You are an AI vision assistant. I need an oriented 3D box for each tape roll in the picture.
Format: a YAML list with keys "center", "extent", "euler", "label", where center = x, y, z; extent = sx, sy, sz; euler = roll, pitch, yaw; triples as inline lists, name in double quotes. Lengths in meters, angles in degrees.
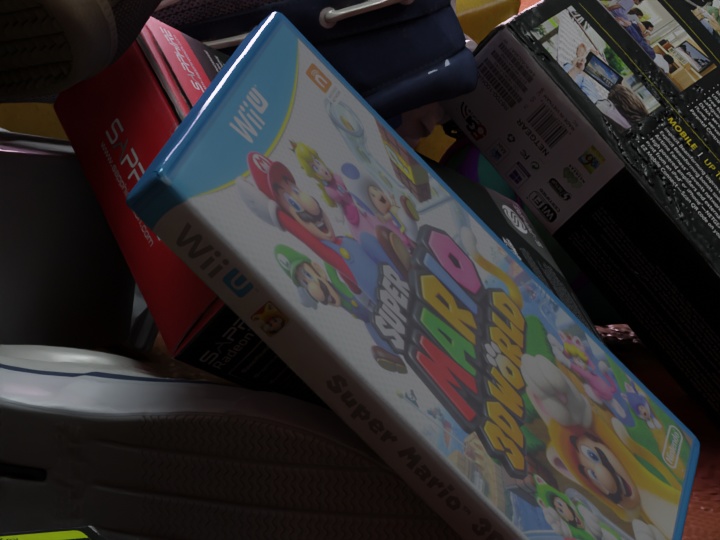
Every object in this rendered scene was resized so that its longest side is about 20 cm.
- center: [-0.175, -0.019, 0.964]
  extent: [0.200, 0.066, 0.200]
  euler: [6, 4, 0]
  label: "tape roll"

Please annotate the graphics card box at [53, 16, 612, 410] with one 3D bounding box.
- center: [0.000, 0.000, 0.930]
  extent: [0.200, 0.051, 0.126]
  euler: [23, 27, -43]
  label: "graphics card box"

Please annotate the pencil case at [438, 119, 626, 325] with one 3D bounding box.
- center: [0.122, -0.016, 1.176]
  extent: [0.200, 0.085, 0.092]
  euler: [2, 8, -28]
  label: "pencil case"

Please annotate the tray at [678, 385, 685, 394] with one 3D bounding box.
- center: [0.211, -0.003, 1.157]
  extent: [0.200, 0.108, 0.022]
  euler: [0, -8, -30]
  label: "tray"

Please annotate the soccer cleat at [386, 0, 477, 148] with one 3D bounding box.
- center: [0.001, -0.060, 1.065]
  extent: [0.086, 0.200, 0.070]
  euler: [14, 23, -24]
  label: "soccer cleat"

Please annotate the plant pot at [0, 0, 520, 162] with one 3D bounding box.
- center: [-0.051, -0.102, 1.186]
  extent: [0.200, 0.196, 0.194]
  euler: [27, 21, 16]
  label: "plant pot"

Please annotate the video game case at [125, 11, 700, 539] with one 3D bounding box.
- center: [0.023, 0.019, 0.847]
  extent: [0.200, 0.018, 0.143]
  euler: [45, 26, -9]
  label: "video game case"

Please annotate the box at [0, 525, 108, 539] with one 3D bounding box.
- center: [-0.109, 0.122, 0.653]
  extent: [0.200, 0.048, 0.193]
  euler: [-2, 19, -34]
  label: "box"

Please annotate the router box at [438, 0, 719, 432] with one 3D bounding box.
- center: [0.142, -0.028, 1.058]
  extent: [0.200, 0.051, 0.149]
  euler: [50, 42, 6]
  label: "router box"

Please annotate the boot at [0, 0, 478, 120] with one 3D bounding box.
- center: [-0.062, -0.070, 0.990]
  extent: [0.200, 0.091, 0.073]
  euler: [-20, 9, 9]
  label: "boot"

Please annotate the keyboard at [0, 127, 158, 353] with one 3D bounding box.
- center: [-0.143, -0.027, 1.098]
  extent: [0.200, 0.056, 0.011]
  euler: [23, -3, 35]
  label: "keyboard"

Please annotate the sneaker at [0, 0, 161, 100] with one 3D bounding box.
- center: [-0.126, -0.095, 0.924]
  extent: [0.200, 0.071, 0.076]
  euler: [8, 44, 48]
  label: "sneaker"

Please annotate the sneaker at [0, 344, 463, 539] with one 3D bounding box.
- center: [-0.057, 0.056, 0.852]
  extent: [0.200, 0.073, 0.071]
  euler: [14, 20, 12]
  label: "sneaker"
